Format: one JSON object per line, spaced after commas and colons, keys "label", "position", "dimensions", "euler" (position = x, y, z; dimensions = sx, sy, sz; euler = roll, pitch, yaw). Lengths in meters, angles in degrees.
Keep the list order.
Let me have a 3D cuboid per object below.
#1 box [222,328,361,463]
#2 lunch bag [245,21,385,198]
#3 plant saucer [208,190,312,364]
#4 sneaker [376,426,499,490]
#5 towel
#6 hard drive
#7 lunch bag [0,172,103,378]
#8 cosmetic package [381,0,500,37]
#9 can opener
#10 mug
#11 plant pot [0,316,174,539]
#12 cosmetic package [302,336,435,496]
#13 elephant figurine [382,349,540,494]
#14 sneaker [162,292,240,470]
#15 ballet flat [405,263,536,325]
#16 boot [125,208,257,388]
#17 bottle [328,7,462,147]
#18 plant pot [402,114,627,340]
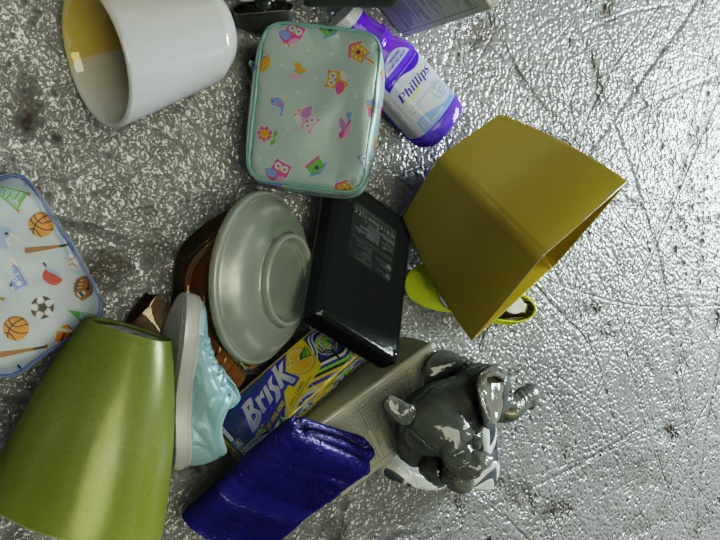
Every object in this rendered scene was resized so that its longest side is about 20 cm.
{"label": "box", "position": [-0.088, 0.145, 1.193], "dimensions": [0.200, 0.070, 0.064], "euler": [-41, 78, -20]}
{"label": "lunch bag", "position": [-0.056, -0.190, 1.166], "dimensions": [0.159, 0.077, 0.202], "euler": [7, 88, 5]}
{"label": "plant saucer", "position": [-0.100, 0.009, 1.141], "dimensions": [0.200, 0.050, 0.202], "euler": [4, 90, -65]}
{"label": "sneaker", "position": [0.110, 0.220, 1.313], "dimensions": [0.198, 0.079, 0.131], "euler": [10, 87, -30]}
{"label": "towel", "position": [-0.091, 0.254, 1.148], "dimensions": [0.147, 0.050, 0.200], "euler": [24, 121, -42]}
{"label": "hard drive", "position": [0.000, 0.000, 1.202], "dimensions": [0.139, 0.033, 0.201], "euler": [34, 49, -35]}
{"label": "lunch bag", "position": [-0.377, 0.003, 1.033], "dimensions": [0.160, 0.075, 0.201], "euler": [-35, 110, -20]}
{"label": "cosmetic package", "position": [0.098, -0.360, 1.193], "dimensions": [0.087, 0.200, 0.103], "euler": [-48, 113, -17]}
{"label": "can opener", "position": [-0.053, -0.325, 1.173], "dimensions": [0.198, 0.053, 0.067], "euler": [-4, 137, -4]}
{"label": "mug", "position": [-0.221, -0.262, 1.063], "dimensions": [0.153, 0.149, 0.188], "euler": [-23, 111, -33]}
{"label": "plant pot", "position": [-0.268, 0.157, 1.032], "dimensions": [0.186, 0.187, 0.201], "euler": [18, 89, -28]}
{"label": "cosmetic package", "position": [0.017, 0.182, 1.262], "dimensions": [0.199, 0.073, 0.104], "euler": [-32, 109, -23]}
{"label": "elephant figurine", "position": [0.133, 0.160, 1.227], "dimensions": [0.141, 0.156, 0.200], "euler": [32, 62, 15]}
{"label": "sneaker", "position": [-0.174, 0.119, 1.097], "dimensions": [0.081, 0.074, 0.201], "euler": [-4, 109, -30]}
{"label": "ballet flat", "position": [0.154, 0.033, 1.330], "dimensions": [0.199, 0.067, 0.067], "euler": [16, 87, -29]}
{"label": "boot", "position": [-0.155, 0.039, 1.155], "dimensions": [0.155, 0.077, 0.200], "euler": [43, 73, -25]}
{"label": "bottle", "position": [0.041, -0.247, 1.247], "dimensions": [0.200, 0.065, 0.084], "euler": [45, 71, -24]}
{"label": "plant pot", "position": [0.173, -0.071, 1.240], "dimensions": [0.176, 0.200, 0.200], "euler": [46, 53, 11]}
